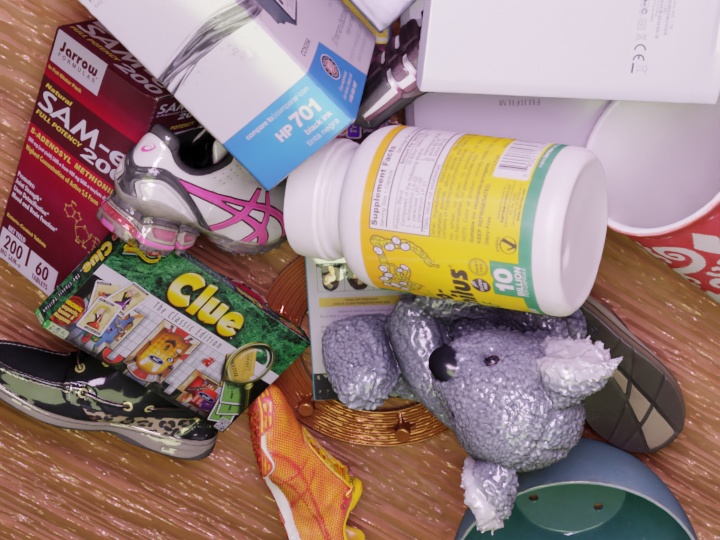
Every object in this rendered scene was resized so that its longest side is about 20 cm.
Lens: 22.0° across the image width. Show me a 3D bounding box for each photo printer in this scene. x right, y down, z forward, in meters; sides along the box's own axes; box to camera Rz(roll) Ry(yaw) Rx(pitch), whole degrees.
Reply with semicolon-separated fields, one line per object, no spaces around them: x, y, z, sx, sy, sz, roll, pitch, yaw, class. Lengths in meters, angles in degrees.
0.112;-0.143;1.325;0.166;0.069;0.200;0;120;4;photo printer

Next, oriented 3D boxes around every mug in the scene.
0.276;-0.033;1.295;0.200;0.177;0.133;36;88;-43;mug

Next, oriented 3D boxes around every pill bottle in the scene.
0.055;-0.037;1.237;0.200;0.113;0.113;9;122;23;pill bottle

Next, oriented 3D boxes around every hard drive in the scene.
0.142;-0.176;1.188;0.200;0.025;0.132;2;114;-9;hard drive

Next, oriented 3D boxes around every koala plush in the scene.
0.101;0.076;1.315;0.184;0.200;0.177;30;103;-26;koala plush

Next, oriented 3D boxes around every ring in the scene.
0.015;0.062;1.479;0.200;0.019;0.201;2;120;4;ring

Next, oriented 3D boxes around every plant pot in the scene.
0.170;0.211;1.487;0.200;0.135;0.200;1;120;2;plant pot

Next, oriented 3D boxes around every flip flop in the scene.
0.180;0.059;1.450;0.200;0.058;0.081;44;119;-3;flip flop

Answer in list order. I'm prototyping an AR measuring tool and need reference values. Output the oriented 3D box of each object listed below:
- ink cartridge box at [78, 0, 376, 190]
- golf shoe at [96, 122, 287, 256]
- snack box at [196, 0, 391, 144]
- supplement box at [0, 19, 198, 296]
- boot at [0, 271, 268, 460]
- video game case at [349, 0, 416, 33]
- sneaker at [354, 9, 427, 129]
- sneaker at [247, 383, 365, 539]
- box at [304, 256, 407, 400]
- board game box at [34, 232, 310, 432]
-0.091;-0.172;1.217;0.086;0.146;0.200;-36;110;23;ink cartridge box
-0.097;-0.062;1.329;0.073;0.200;0.092;38;111;25;golf shoe
-0.048;-0.191;1.318;0.142;0.053;0.200;3;119;4;snack box
-0.194;-0.072;1.365;0.109;0.061;0.200;36;121;25;supplement box
-0.186;0.055;1.459;0.203;0.074;0.154;19;117;-15;boot
0.038;-0.279;1.235;0.200;0.019;0.143;-43;98;5;video game case
0.093;-0.139;1.247;0.115;0.076;0.200;41;115;-18;sneaker
-0.044;0.165;1.522;0.077;0.073;0.200;-20;125;0;sneaker
0.000;0.000;1.406;0.082;0.049;0.200;-2;115;2;box
-0.137;0.043;1.389;0.105;0.023;0.200;-47;132;9;board game box
